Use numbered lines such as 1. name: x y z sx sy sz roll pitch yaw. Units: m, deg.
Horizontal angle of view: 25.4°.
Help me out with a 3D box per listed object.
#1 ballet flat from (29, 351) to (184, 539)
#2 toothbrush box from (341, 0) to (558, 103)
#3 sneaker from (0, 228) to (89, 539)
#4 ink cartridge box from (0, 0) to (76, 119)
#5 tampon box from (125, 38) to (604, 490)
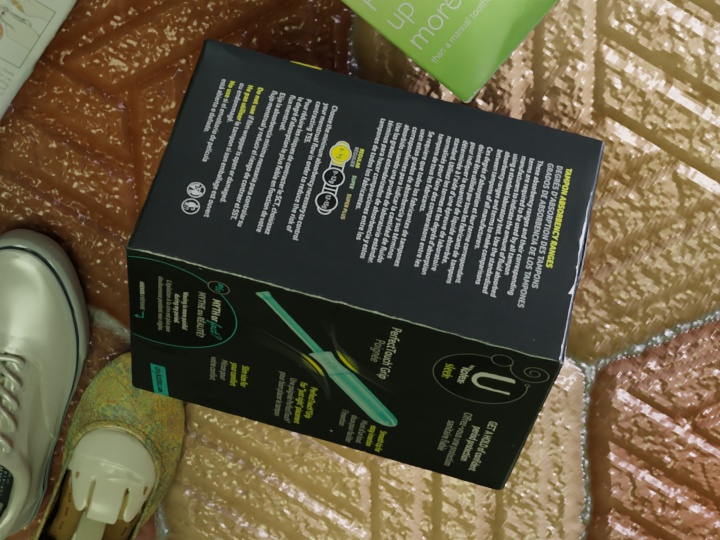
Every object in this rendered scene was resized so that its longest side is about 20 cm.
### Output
1. ballet flat: -0.154 0.142 0.932 0.070 0.071 0.200 25 115 -2
2. toothbrush box: 0.024 -0.202 0.743 0.200 0.086 0.146 40 113 -7
3. sneaker: -0.200 0.076 0.908 0.073 0.071 0.201 11 115 4
4. ink cartridge box: -0.252 -0.125 0.823 0.162 0.057 0.200 29 108 -23
5. tampon box: 0.000 0.000 0.782 0.199 0.127 0.150 15 150 1
